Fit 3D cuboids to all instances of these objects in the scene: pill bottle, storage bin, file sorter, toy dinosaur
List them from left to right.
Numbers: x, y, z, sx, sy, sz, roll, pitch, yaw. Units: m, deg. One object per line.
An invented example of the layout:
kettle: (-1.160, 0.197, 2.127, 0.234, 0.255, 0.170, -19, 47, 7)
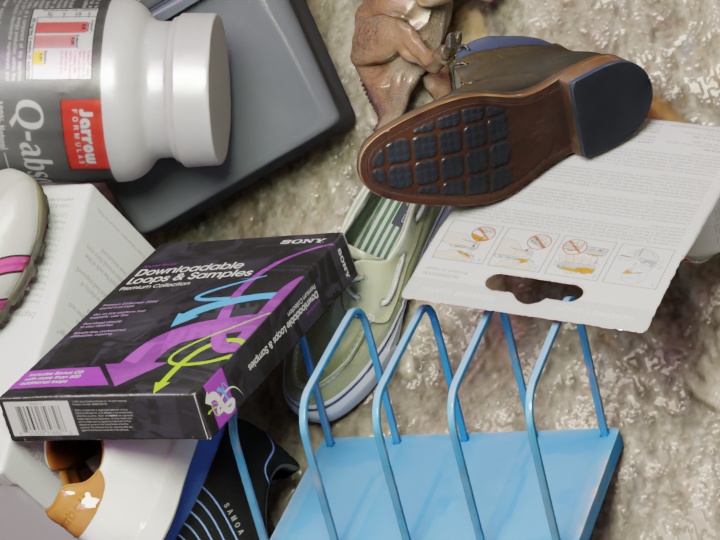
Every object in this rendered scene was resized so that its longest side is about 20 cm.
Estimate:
pill bottle: (-0.185, -0.113, 1.642, 0.198, 0.116, 0.117, 0, 69, 6)
storage bin: (-0.103, -0.119, 1.757, 0.199, 0.146, 0.135, -28, 89, 9)
toy dinosaur: (0.026, -0.173, 1.745, 0.135, 0.086, 0.201, 14, 84, 31)
file sorter: (0.037, 0.097, 1.574, 0.198, 0.123, 0.139, -4, 29, 22)

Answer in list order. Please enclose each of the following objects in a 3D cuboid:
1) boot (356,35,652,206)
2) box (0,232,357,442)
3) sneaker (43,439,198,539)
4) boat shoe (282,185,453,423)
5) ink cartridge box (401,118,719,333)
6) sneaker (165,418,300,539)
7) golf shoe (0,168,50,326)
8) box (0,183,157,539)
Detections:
boot: (0.073, -0.095, 1.629, 0.199, 0.075, 0.097, -15, 26, -22)
box: (-0.107, 0.038, 1.587, 0.142, 0.036, 0.200, -3, 25, 30)
sneaker: (-0.142, 0.091, 1.602, 0.073, 0.084, 0.201, -54, 13, 33)
boat shoe: (0.000, 0.000, 1.695, 0.072, 0.062, 0.201, 21, 80, 28)
ink cartridge box: (0.137, -0.021, 1.604, 0.161, 0.050, 0.200, 8, 44, 25)
sneaker: (-0.100, 0.181, 1.611, 0.078, 0.070, 0.201, 28, 66, -13)
golf shoe: (-0.266, 0.014, 1.580, 0.072, 0.092, 0.200, 30, 78, 43)
box: (-0.203, 0.068, 1.669, 0.106, 0.152, 0.201, 1, 61, 29)
